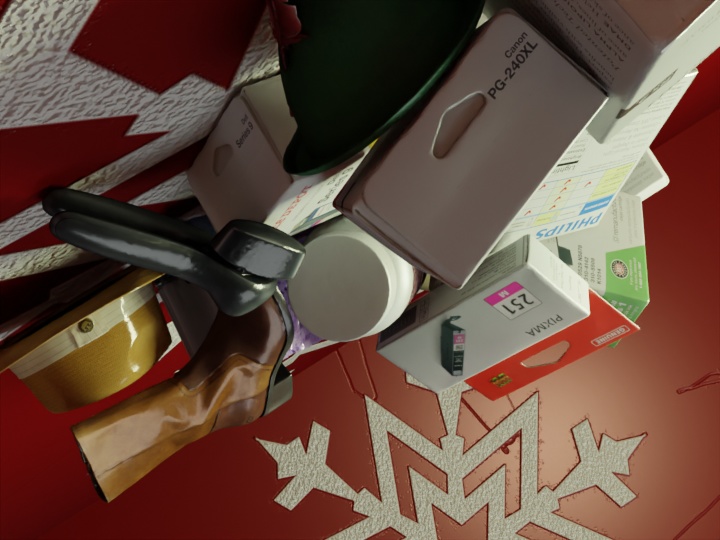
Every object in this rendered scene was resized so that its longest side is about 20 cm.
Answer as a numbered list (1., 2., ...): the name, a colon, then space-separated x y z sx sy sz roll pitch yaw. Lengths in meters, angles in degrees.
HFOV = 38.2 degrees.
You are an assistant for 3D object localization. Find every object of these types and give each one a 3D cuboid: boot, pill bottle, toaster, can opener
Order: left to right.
1. can opener: -0.138 -0.020 0.762 0.199 0.063 0.079 17 108 -32
2. boot: -0.157 0.087 0.883 0.199 0.069 0.189 -26 144 -26
3. toaster: -0.123 0.038 1.099 0.113 0.130 0.199 -26 177 32
4. pill bottle: 0.000 0.000 0.960 0.109 0.110 0.200 -34 -179 13

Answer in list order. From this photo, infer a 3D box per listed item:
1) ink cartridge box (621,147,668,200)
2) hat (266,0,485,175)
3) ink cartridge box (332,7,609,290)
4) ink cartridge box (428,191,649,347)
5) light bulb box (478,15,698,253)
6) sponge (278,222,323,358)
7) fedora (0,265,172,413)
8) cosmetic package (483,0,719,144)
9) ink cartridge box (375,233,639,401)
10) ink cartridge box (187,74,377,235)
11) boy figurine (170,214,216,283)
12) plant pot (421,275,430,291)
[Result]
1. ink cartridge box: 0.232 -0.144 1.174 0.147 0.201 0.086 -35 171 17
2. hat: -0.038 -0.174 0.605 0.199 0.176 0.166 -12 -138 56
3. ink cartridge box: 0.059 -0.074 0.671 0.146 0.083 0.200 -52 -173 1
4. ink cartridge box: 0.179 -0.024 1.049 0.085 0.198 0.147 114 -12 -50
5. light bulb box: 0.155 -0.131 0.935 0.197 0.125 0.201 -14 147 -29
6. sponge: -0.059 0.019 1.052 0.030 0.113 0.199 1 -165 36
7. fedora: -0.231 0.064 0.901 0.199 0.082 0.201 -29 -170 6
8. cosmetic package: 0.158 -0.205 0.596 0.164 0.165 0.200 -40 172 0
9. ink cartridge box: 0.143 0.068 1.016 0.199 0.173 0.044 -33 -147 36
10. ink cartridge box: -0.023 -0.103 0.843 0.199 0.088 0.145 -24 169 -34
11. boy figurine: -0.082 -0.057 0.956 0.199 0.065 0.124 -25 179 -22
12. plant pot: 0.096 -0.050 1.268 0.187 0.188 0.199 -37 170 30
